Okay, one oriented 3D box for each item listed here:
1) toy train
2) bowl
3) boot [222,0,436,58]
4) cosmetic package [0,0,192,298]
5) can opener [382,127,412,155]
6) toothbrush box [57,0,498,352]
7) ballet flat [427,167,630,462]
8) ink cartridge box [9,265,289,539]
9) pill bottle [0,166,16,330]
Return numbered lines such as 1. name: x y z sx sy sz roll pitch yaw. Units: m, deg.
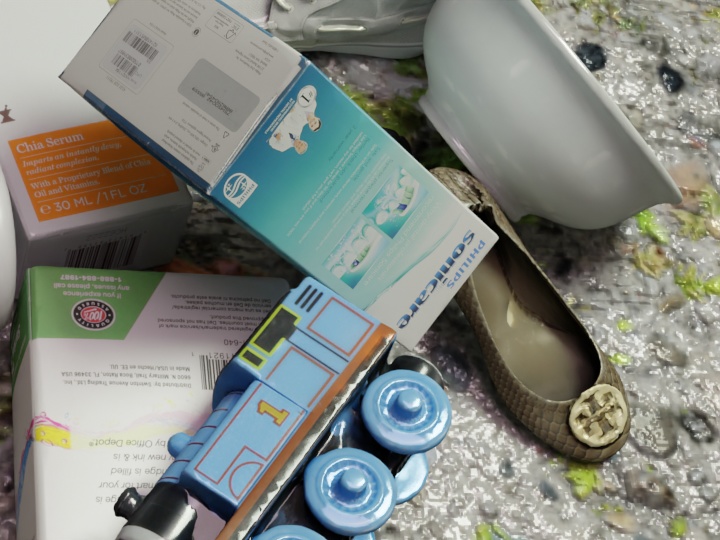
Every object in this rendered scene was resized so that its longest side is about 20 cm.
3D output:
1. toy train: -0.038 0.102 0.979 0.114 0.087 0.200 32 56 10
2. bowl: 0.098 -0.094 1.203 0.090 0.201 0.201 -39 74 7
3. boot: -0.030 -0.182 1.241 0.200 0.096 0.074 -4 61 -20
4. cosmetic package: -0.182 -0.093 1.155 0.101 0.071 0.200 -15 65 -25
5. can opener: 0.000 0.000 1.174 0.063 0.079 0.200 35 48 -44
6. toothbrush box: -0.040 -0.059 1.059 0.085 0.200 0.146 -53 50 0
7. ballet flat: 0.095 0.025 1.158 0.067 0.046 0.200 -34 94 -20
8. ink cartridge box: -0.107 0.105 1.050 0.145 0.084 0.200 3 59 -18
9. pill bottle: -0.288 -0.009 1.050 0.200 0.104 0.104 -5 62 -20
